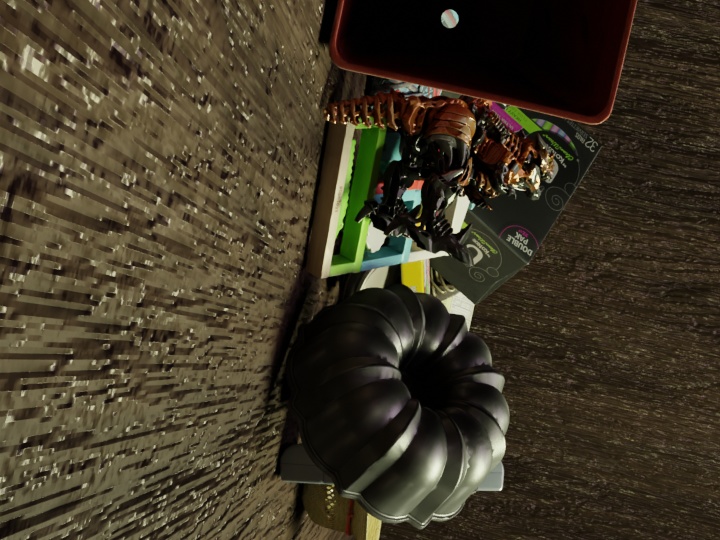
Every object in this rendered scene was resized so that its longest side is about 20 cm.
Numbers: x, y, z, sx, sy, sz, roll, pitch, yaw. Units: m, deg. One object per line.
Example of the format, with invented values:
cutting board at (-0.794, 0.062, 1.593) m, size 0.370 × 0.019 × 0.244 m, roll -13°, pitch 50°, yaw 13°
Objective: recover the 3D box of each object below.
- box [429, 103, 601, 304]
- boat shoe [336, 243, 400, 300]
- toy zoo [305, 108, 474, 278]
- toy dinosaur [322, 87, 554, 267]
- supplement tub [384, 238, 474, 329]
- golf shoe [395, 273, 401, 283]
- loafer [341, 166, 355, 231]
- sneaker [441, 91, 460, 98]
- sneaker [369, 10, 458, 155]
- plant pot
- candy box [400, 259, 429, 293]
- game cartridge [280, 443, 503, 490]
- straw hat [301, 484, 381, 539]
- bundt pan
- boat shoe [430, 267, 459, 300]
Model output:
box at (0.146, -0.096, 1.250) m, size 0.201 × 0.148 × 0.124 m, roll -52°, pitch -176°, yaw -32°
boat shoe at (0.000, 0.000, 1.131) m, size 0.068 × 0.056 × 0.200 m, roll -66°, pitch 172°, yaw 9°
toy zoo at (0.040, -0.070, 0.937) m, size 0.198 × 0.020 × 0.133 m, roll -12°, pitch 119°, yaw -46°
toy dinosaur at (0.058, -0.086, 0.867) m, size 0.102 × 0.197 × 0.138 m, roll -134°, pitch -116°, yaw -79°
supplement tub at (0.071, 0.048, 1.425) m, size 0.145 × 0.142 × 0.204 m, roll 55°, pitch 48°, yaw -82°
golf shoe at (0.009, 0.078, 1.211) m, size 0.201 × 0.076 × 0.096 m, roll -67°, pitch 168°, yaw -57°
loafer at (0.022, -0.057, 1.065) m, size 0.200 × 0.071 × 0.074 m, roll -43°, pitch 145°, yaw -81°
sneaker at (0.078, -0.180, 1.200) m, size 0.200 × 0.075 × 0.092 m, roll 39°, pitch 74°, yaw -78°
sneaker at (0.048, -0.178, 1.040) m, size 0.201 × 0.078 × 0.097 m, roll 91°, pitch 15°, yaw -62°
plant pot at (0.087, -0.230, 0.823) m, size 0.176 × 0.196 × 0.203 m, roll -108°, pitch -151°, yaw -79°
candy box at (0.059, 0.014, 1.185) m, size 0.202 × 0.026 × 0.103 m, roll 84°, pitch 7°, yaw -51°
game cartridge at (0.030, 0.177, 1.025) m, size 0.133 × 0.196 × 0.042 m, roll 45°, pitch 47°, yaw -85°
straw hat at (-0.019, 0.238, 1.237) m, size 0.201 × 0.083 × 0.205 m, roll 7°, pitch 90°, yaw -84°
bundt pan at (0.041, 0.096, 0.907) m, size 0.076 × 0.200 × 0.203 m, roll -44°, pitch -162°, yaw 40°
boat shoe at (0.095, -0.004, 1.320) m, size 0.075 × 0.198 × 0.073 m, roll 60°, pitch -12°, yaw -4°
